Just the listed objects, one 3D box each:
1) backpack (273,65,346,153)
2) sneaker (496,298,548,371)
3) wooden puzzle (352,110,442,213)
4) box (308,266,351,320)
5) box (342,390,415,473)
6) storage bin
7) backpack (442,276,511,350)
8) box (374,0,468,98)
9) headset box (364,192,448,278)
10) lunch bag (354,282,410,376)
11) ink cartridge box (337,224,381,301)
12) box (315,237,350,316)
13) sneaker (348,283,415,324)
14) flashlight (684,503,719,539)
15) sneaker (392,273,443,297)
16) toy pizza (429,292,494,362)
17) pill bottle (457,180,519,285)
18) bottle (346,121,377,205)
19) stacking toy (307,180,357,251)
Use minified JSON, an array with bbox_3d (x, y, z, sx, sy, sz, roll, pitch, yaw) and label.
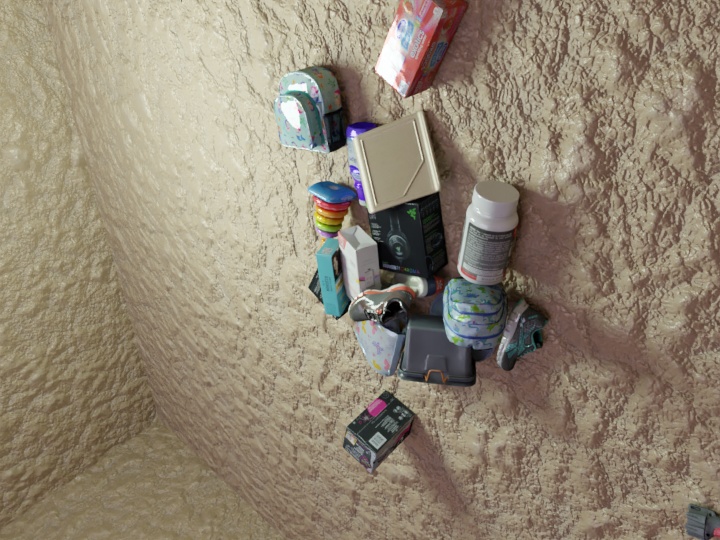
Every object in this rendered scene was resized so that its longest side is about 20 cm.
[{"bbox_3d":[-0.131,-0.407,1.448,0.175,0.149,0.205,19,123,39],"label":"backpack"},{"bbox_3d":[0.377,0.167,1.322,0.090,0.077,0.204,27,133,27],"label":"sneaker"},{"bbox_3d":[0.084,-0.249,1.327,0.196,0.037,0.190,-16,85,28],"label":"wooden puzzle"},{"bbox_3d":[-0.062,0.030,1.700,0.142,0.078,0.201,48,140,15],"label":"box"},{"bbox_3d":[0.058,0.502,1.776,0.131,0.199,0.117,34,137,26],"label":"box"},{"bbox_3d":[0.190,0.193,1.403,0.194,0.146,0.138,3,111,11],"label":"storage bin"},{"bbox_3d":[0.253,0.092,1.264,0.159,0.202,0.157,10,130,11],"label":"backpack"},{"bbox_3d":[0.120,-0.474,1.166,0.103,0.094,0.202,44,139,16],"label":"box"},{"bbox_3d":[0.114,-0.103,1.413,0.171,0.092,0.205,12,122,41],"label":"headset box"},{"bbox_3d":[0.069,0.167,1.574,0.202,0.124,0.173,-116,27,-46],"label":"lunch bag"},{"bbox_3d":[0.000,0.000,1.505,0.117,0.066,0.204,-132,30,-50],"label":"ink cartridge box"},{"bbox_3d":[-0.073,0.020,1.565,0.048,0.083,0.204,8,127,20],"label":"box"},{"bbox_3d":[0.044,0.097,1.427,0.197,0.083,0.077,-24,122,33],"label":"sneaker"},{"bbox_3d":[0.767,0.544,1.146,0.197,0.067,0.069,3,119,45],"label":"flashlight"},{"bbox_3d":[0.150,0.033,1.486,0.199,0.082,0.077,-159,65,-68],"label":"sneaker"},{"bbox_3d":[0.263,0.141,1.458,0.197,0.031,0.205,25,130,33],"label":"toy pizza"},{"bbox_3d":[0.278,-0.081,1.233,0.113,0.113,0.204,29,133,31],"label":"pill bottle"},{"bbox_3d":[0.011,-0.267,1.439,0.082,0.065,0.205,19,127,36],"label":"bottle"},{"bbox_3d":[-0.088,-0.132,1.565,0.109,0.115,0.205,29,121,34],"label":"stacking toy"}]
